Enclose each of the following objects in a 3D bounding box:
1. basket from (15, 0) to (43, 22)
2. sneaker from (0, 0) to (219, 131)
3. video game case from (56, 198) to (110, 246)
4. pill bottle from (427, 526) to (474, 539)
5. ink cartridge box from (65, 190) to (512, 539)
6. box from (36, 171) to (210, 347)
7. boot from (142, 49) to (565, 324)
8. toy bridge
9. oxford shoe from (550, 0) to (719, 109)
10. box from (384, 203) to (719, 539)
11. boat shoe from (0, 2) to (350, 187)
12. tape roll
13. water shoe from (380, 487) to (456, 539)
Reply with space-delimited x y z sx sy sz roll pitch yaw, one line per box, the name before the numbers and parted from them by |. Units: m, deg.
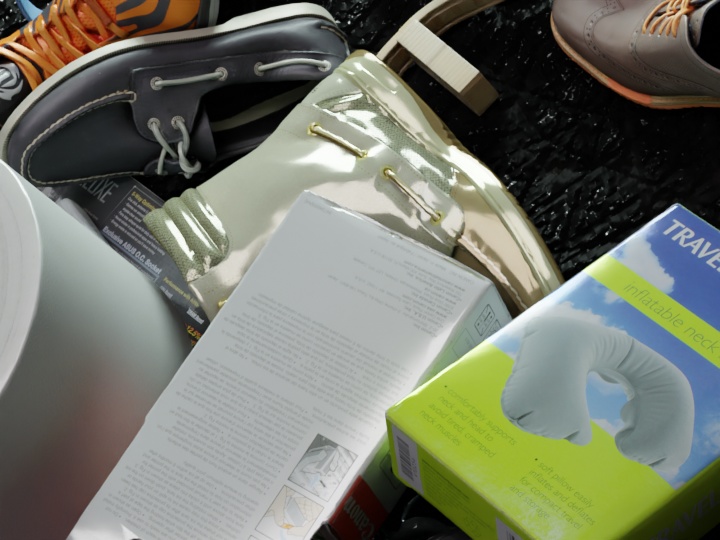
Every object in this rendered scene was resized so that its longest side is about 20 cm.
basket | -0.133 -0.234 1.366 0.200 0.176 0.139 -18 46 12
sneaker | -0.156 -0.120 1.313 0.112 0.078 0.200 -34 -5 -37
video game case | -0.170 0.083 1.233 0.182 0.023 0.200 -43 50 4
pill bottle | 0.093 0.198 0.999 0.200 0.112 0.112 34 84 42
ink cartridge box | -0.031 0.072 1.081 0.109 0.050 0.200 27 74 28
box | -0.146 0.031 1.297 0.200 0.050 0.158 34 84 41
boot | 0.000 0.000 1.176 0.155 0.072 0.200 -36 60 -9
toy bridge | 0.045 -0.109 1.273 0.200 0.027 0.067 -46 48 0
oxford shoe | 0.166 -0.118 1.169 0.200 0.073 0.071 21 76 40
box | 0.125 0.052 1.032 0.200 0.048 0.122 -35 51 -23
boat shoe | -0.094 -0.084 1.284 0.200 0.073 0.063 -20 49 -14
tape roll | -0.199 0.055 1.163 0.202 0.139 0.203 -14 58 25
water shoe | 0.098 0.073 1.093 0.200 0.079 0.072 -41 49 5
